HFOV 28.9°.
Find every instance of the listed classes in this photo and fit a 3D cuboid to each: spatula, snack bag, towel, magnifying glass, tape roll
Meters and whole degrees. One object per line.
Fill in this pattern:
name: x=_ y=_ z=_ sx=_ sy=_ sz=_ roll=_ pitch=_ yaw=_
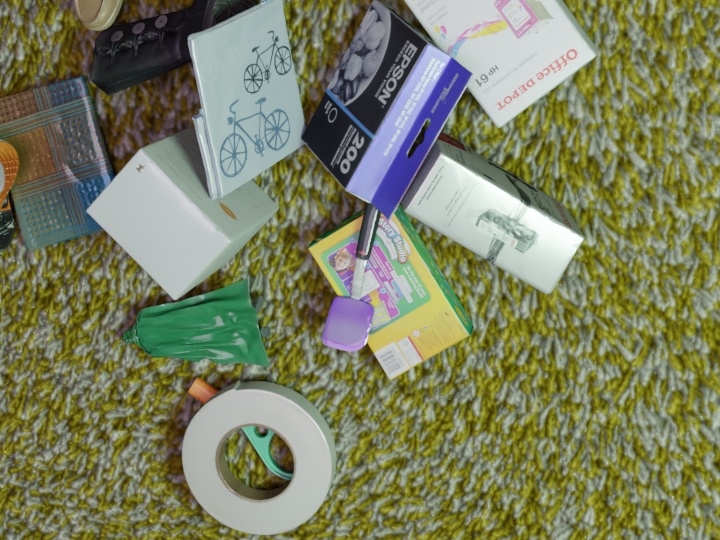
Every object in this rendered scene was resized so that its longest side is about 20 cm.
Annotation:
spatula: x=0.000 y=0.000 z=1.694 sx=0.056 sy=0.021 sz=0.201 roll=15 pitch=102 yaw=10
snack bag: x=-0.135 y=-0.208 z=1.638 sx=0.021 sy=0.188 sz=0.201 roll=7 pitch=120 yaw=33
towel: x=-0.391 y=-0.137 z=1.797 sx=0.146 sy=0.022 sz=0.201 roll=-13 pitch=98 yaw=12
magnifying glass: x=-0.136 y=0.204 z=1.822 sx=0.200 sy=0.022 sz=0.080 roll=33 pitch=106 yaw=3
tape roll: x=-0.131 y=0.242 z=1.802 sx=0.202 sy=0.037 sz=0.204 roll=2 pitch=104 yaw=9

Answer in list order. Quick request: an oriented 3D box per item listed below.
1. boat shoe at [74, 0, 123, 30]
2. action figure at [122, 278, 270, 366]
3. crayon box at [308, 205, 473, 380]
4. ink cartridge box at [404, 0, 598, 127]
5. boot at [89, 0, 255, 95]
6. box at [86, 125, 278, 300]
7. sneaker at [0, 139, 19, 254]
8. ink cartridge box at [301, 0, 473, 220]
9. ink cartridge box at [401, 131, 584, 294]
boat shoe: x=-0.327 y=-0.394 z=1.697 sx=0.071 sy=0.064 sz=0.201 roll=7 pitch=97 yaw=22
action figure: x=-0.217 y=0.074 z=1.792 sx=0.199 sy=0.055 sz=0.119 roll=-7 pitch=102 yaw=18
crayon box: x=0.039 y=0.020 z=1.733 sx=0.119 sy=0.058 sz=0.200 roll=-30 pitch=95 yaw=14
ink cartridge box: x=0.164 y=-0.289 z=1.633 sx=0.144 sy=0.085 sz=0.200 roll=-36 pitch=95 yaw=15
boot: x=-0.228 y=-0.303 z=1.702 sx=0.199 sy=0.165 sz=0.066 roll=-14 pitch=132 yaw=34
box: x=-0.210 y=-0.074 z=1.682 sx=0.152 sy=0.200 sz=0.106 roll=46 pitch=109 yaw=0
sneaker: x=-0.496 y=-0.097 z=1.807 sx=0.092 sy=0.076 sz=0.201 roll=41 pitch=124 yaw=34
ink cartridge box: x=0.024 y=-0.190 z=1.631 sx=0.043 sy=0.200 sz=0.199 roll=17 pitch=110 yaw=-37
ink cartridge box: x=0.150 y=-0.072 z=1.631 sx=0.200 sy=0.144 sz=0.084 roll=30 pitch=105 yaw=-11
